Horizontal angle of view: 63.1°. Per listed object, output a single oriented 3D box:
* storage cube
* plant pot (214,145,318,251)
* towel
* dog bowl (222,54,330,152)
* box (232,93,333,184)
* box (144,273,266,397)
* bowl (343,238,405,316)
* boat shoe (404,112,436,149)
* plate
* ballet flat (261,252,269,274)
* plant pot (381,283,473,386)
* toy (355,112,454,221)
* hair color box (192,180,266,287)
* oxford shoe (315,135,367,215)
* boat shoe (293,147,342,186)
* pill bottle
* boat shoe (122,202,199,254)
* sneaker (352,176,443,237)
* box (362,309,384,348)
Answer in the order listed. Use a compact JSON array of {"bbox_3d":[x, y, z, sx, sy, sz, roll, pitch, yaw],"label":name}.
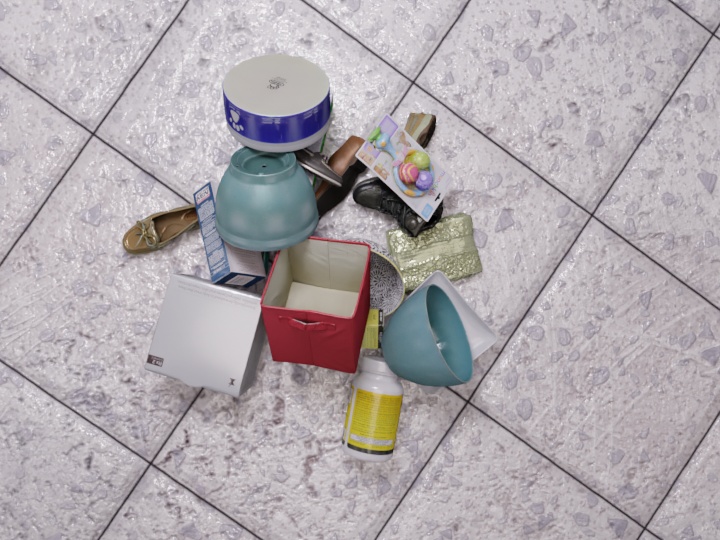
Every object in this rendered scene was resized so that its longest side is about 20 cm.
[{"bbox_3d":[-0.074,0.062,1.103,0.169,0.181,0.201,7,48,7],"label":"storage cube"},{"bbox_3d":[-0.176,-0.150,1.087,0.198,0.201,0.135,1,130,-3],"label":"plant pot"},{"bbox_3d":[0.160,-0.037,1.276,0.198,0.036,0.150,-13,92,-3],"label":"towel"},{"bbox_3d":[-0.154,-0.314,1.091,0.198,0.079,0.202,2,50,-2],"label":"dog bowl"},{"bbox_3d":[-0.162,-0.283,1.227,0.175,0.097,0.202,12,89,-3],"label":"box"},{"bbox_3d":[-0.299,0.127,1.193,0.197,0.131,0.202,16,89,2],"label":"box"},{"bbox_3d":[0.000,0.000,1.221,0.198,0.095,0.202,7,132,8],"label":"bowl"},{"bbox_3d":[0.092,-0.258,1.244,0.076,0.072,0.201,21,59,16],"label":"boat shoe"},{"bbox_3d":[0.159,0.134,1.264,0.200,0.032,0.200,-42,93,8],"label":"plate"},{"bbox_3d":[-0.214,-0.080,1.240,0.063,0.067,0.202,11,88,6],"label":"ballet flat"},{"bbox_3d":[0.121,0.144,1.168,0.134,0.200,0.202,-23,91,24],"label":"plant pot"},{"bbox_3d":[0.099,-0.206,1.154,0.200,0.047,0.116,39,73,-15],"label":"toy"},{"bbox_3d":[-0.264,-0.071,1.185,0.060,0.100,0.202,-27,69,29],"label":"hair color box"},{"bbox_3d":[-0.054,-0.202,1.259,0.071,0.071,0.200,38,87,25],"label":"oxford shoe"},{"bbox_3d":[-0.114,-0.235,1.152,0.199,0.067,0.057,30,92,-2],"label":"boat shoe"},{"bbox_3d":[0.029,0.286,1.229,0.111,0.112,0.202,10,90,-3],"label":"pill bottle"},{"bbox_3d":[-0.410,-0.094,1.228,0.199,0.063,0.074,-27,92,-3],"label":"boat shoe"},{"bbox_3d":[0.078,-0.134,1.231,0.197,0.115,0.077,13,128,-4],"label":"sneaker"},{"bbox_3d":[-0.050,0.120,1.222,0.198,0.050,0.076,0,132,2],"label":"box"}]
